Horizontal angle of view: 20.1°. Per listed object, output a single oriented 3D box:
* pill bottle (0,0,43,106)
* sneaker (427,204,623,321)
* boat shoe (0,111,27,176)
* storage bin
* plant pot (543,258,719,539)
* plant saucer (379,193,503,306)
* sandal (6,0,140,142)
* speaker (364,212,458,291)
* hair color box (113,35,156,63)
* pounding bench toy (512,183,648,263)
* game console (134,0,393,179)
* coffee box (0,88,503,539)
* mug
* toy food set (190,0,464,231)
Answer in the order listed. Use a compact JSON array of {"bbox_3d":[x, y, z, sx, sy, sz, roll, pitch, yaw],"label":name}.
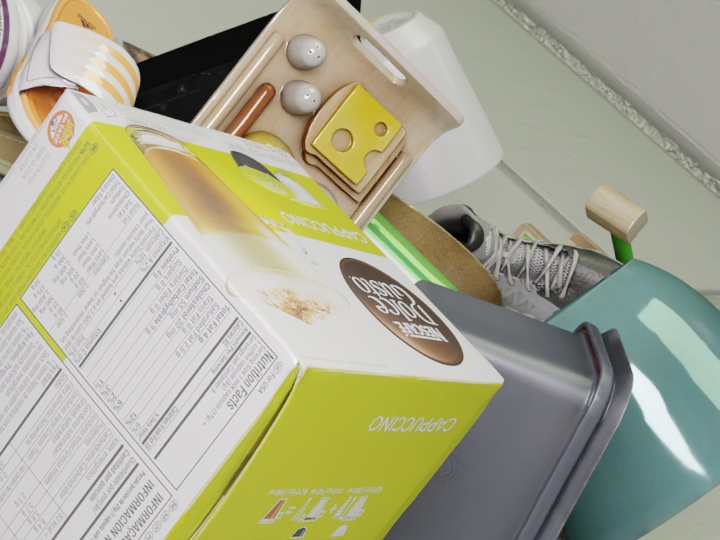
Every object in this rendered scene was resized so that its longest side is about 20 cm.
[{"bbox_3d":[-0.297,-0.162,1.345,0.112,0.113,0.200,44,17,23],"label":"pill bottle"},{"bbox_3d":[0.122,-0.003,1.622,0.198,0.076,0.116,11,-14,19],"label":"sneaker"},{"bbox_3d":[-0.171,-0.083,1.390,0.199,0.064,0.073,16,21,8],"label":"boat shoe"},{"bbox_3d":[0.061,0.104,1.266,0.134,0.201,0.146,25,18,-9],"label":"storage bin"},{"bbox_3d":[0.196,0.091,1.492,0.161,0.200,0.200,54,17,3],"label":"plant pot"},{"bbox_3d":[0.019,-0.014,1.596,0.199,0.036,0.200,33,-13,9],"label":"plant saucer"},{"bbox_3d":[-0.183,-0.139,1.345,0.079,0.059,0.207,35,28,-26],"label":"sandal"},{"bbox_3d":[0.000,0.000,1.482,0.200,0.089,0.088,44,17,10],"label":"speaker"},{"bbox_3d":[-0.143,-0.098,1.597,0.100,0.061,0.200,22,22,-44],"label":"hair color box"},{"bbox_3d":[0.197,0.021,1.749,0.124,0.200,0.156,44,18,22],"label":"pounding bench toy"},{"bbox_3d":[-0.079,-0.111,1.483,0.116,0.199,0.177,30,41,-75],"label":"game console"},{"bbox_3d":[-0.088,0.061,1.023,0.198,0.200,0.199,46,19,27],"label":"coffee box"},{"bbox_3d":[0.022,-0.150,1.879,0.150,0.185,0.154,-63,136,-64],"label":"mug"},{"bbox_3d":[-0.038,-0.070,1.346,0.143,0.200,0.060,41,-9,-20],"label":"toy food set"}]
